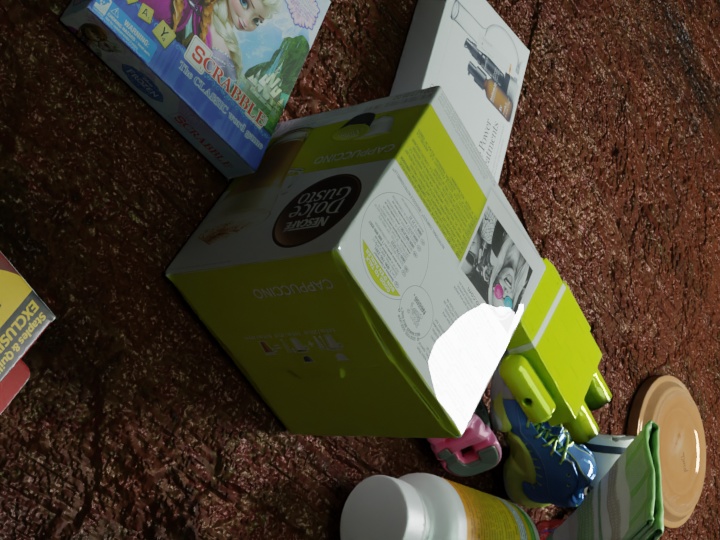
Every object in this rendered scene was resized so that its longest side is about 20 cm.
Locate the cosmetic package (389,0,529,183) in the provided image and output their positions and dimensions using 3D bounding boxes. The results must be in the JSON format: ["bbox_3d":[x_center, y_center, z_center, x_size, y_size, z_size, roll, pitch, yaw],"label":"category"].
[{"bbox_3d":[0.105,-0.195,1.193,0.150,0.051,0.203,36,59,-37],"label":"cosmetic package"}]

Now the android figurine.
[{"bbox_3d":[0.191,0.072,1.140,0.202,0.041,0.182,57,36,-14],"label":"android figurine"}]

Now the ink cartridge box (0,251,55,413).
[{"bbox_3d":[-0.290,0.070,0.680,0.177,0.083,0.201,55,48,-28],"label":"ink cartridge box"}]

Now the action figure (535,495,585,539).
[{"bbox_3d":[0.267,0.299,1.276,0.198,0.098,0.067,-13,96,-46],"label":"action figure"}]

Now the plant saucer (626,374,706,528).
[{"bbox_3d":[0.418,0.243,1.502,0.198,0.032,0.205,8,80,-48],"label":"plant saucer"}]

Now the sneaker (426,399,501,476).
[{"bbox_3d":[0.074,0.111,1.113,0.201,0.078,0.096,56,26,-28],"label":"sneaker"}]

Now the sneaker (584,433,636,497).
[{"bbox_3d":[0.276,0.228,1.277,0.200,0.075,0.082,34,58,-75],"label":"sneaker"}]

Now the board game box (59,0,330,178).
[{"bbox_3d":[-0.127,-0.219,0.936,0.200,0.041,0.202,43,55,-37],"label":"board game box"}]

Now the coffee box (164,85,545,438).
[{"bbox_3d":[0.000,0.000,0.932,0.201,0.197,0.199,55,49,-28],"label":"coffee box"}]

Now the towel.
[{"bbox_3d":[0.232,0.258,1.097,0.030,0.202,0.150,24,34,-5],"label":"towel"}]

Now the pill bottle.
[{"bbox_3d":[0.074,0.254,1.048,0.199,0.110,0.113,27,65,-43],"label":"pill bottle"}]

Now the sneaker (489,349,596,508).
[{"bbox_3d":[0.199,0.170,1.174,0.076,0.103,0.203,-50,138,-42],"label":"sneaker"}]
